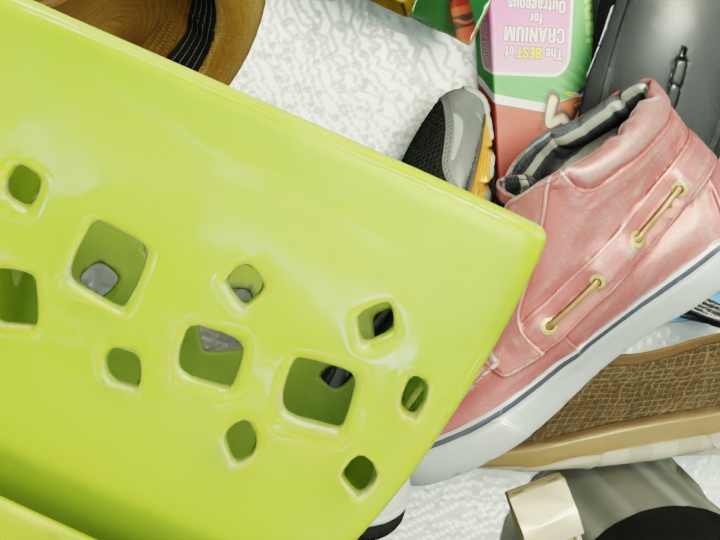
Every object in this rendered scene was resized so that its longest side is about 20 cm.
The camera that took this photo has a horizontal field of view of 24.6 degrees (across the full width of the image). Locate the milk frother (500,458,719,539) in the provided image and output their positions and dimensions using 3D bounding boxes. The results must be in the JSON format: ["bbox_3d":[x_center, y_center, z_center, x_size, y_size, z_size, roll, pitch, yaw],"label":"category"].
[{"bbox_3d":[0.086,0.152,0.746,0.200,0.188,0.181,41,90,-9],"label":"milk frother"}]

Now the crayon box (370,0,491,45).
[{"bbox_3d":[-0.012,-0.202,0.740,0.199,0.051,0.128,25,93,4],"label":"crayon box"}]

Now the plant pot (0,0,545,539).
[{"bbox_3d":[-0.063,0.027,0.597,0.198,0.199,0.183,24,93,0],"label":"plant pot"}]

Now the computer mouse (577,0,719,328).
[{"bbox_3d":[0.163,-0.068,0.759,0.139,0.046,0.202,15,94,-7],"label":"computer mouse"}]

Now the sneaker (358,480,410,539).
[{"bbox_3d":[-0.065,0.127,0.761,0.198,0.073,0.113,3,115,23],"label":"sneaker"}]

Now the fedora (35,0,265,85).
[{"bbox_3d":[-0.138,-0.111,0.720,0.200,0.201,0.082,-36,62,-2],"label":"fedora"}]

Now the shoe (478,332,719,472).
[{"bbox_3d":[0.107,0.070,0.793,0.198,0.054,0.070,-4,53,12],"label":"shoe"}]

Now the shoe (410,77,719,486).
[{"bbox_3d":[0.074,0.005,0.726,0.199,0.072,0.091,-37,108,10],"label":"shoe"}]

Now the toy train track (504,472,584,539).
[{"bbox_3d":[0.099,0.178,0.638,0.114,0.033,0.202,-19,99,-4],"label":"toy train track"}]

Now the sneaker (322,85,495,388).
[{"bbox_3d":[0.000,0.000,0.776,0.077,0.078,0.201,28,93,-4],"label":"sneaker"}]

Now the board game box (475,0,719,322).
[{"bbox_3d":[0.134,-0.075,0.799,0.151,0.040,0.202,-5,97,-6],"label":"board game box"}]
